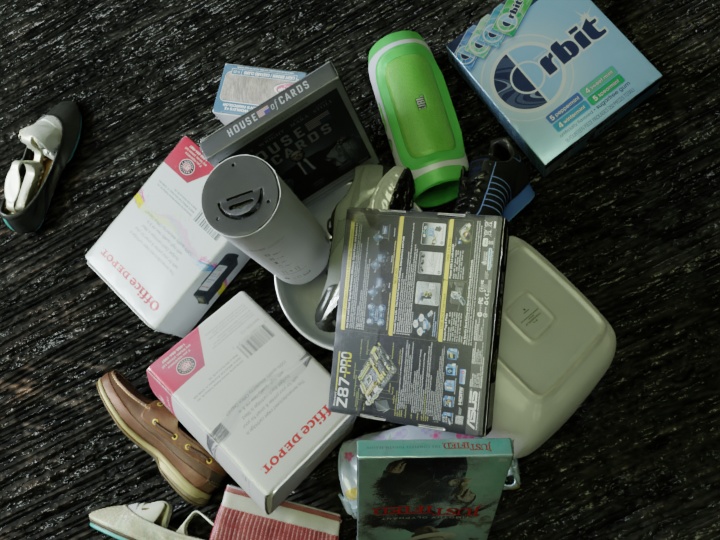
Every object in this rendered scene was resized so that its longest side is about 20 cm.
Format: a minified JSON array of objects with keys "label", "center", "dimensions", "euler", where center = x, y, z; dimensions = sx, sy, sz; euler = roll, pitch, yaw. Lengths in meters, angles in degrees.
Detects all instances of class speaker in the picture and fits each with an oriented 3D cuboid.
[{"label":"speaker","center":[0.070,-0.184,0.871],"dimensions":[0.087,0.088,0.204],"euler":[-18,74,8]},{"label":"speaker","center":[-0.091,-0.045,0.745],"dimensions":[0.079,0.200,0.083],"euler":[-3,76,12]}]

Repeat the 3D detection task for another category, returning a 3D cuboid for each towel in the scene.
[{"label":"towel","center":[-0.110,0.355,0.792],"dimensions":[0.141,0.023,0.204],"euler":[17,79,-8]}]

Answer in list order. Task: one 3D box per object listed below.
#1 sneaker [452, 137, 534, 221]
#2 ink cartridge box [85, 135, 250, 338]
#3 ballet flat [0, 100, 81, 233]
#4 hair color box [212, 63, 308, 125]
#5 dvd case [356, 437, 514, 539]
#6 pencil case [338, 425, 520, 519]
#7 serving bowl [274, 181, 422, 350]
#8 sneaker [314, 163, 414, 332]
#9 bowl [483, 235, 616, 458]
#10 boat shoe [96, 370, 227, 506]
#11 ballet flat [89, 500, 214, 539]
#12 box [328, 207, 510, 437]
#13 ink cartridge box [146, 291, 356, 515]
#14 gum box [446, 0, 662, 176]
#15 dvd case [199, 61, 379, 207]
[{"label":"sneaker","center":[0.127,-0.074,0.785],"dimensions":[0.069,0.200,0.079],"euler":[-12,115,40]},{"label":"ink cartridge box","center":[-0.223,-0.040,0.905],"dimensions":[0.145,0.083,0.201],"euler":[40,88,18]},{"label":"ballet flat","center":[-0.443,-0.151,0.990],"dimensions":[0.067,0.068,0.204],"euler":[11,80,16]},{"label":"hair color box","center":[-0.084,-0.161,0.840],"dimensions":[0.098,0.200,0.062],"euler":[10,79,14]},{"label":"dvd case","center":[0.066,0.227,0.710],"dimensions":[0.143,0.202,0.022],"euler":[0,47,-2]},{"label":"pencil case","center":[0.074,0.211,0.776],"dimensions":[0.196,0.084,0.092],"euler":[-13,42,11]},{"label":"serving bowl","center":[0.000,0.000,0.853],"dimensions":[0.196,0.066,0.204],"euler":[-3,77,13]},{"label":"sneaker","center":[-0.006,-0.027,0.796],"dimensions":[0.078,0.074,0.203],"euler":[16,75,25]},{"label":"bowl","center":[0.162,0.064,0.749],"dimensions":[0.199,0.075,0.200],"euler":[-36,74,-27]},{"label":"boat shoe","center":[-0.235,0.189,0.865],"dimensions":[0.200,0.072,0.068],"euler":[43,83,12]},{"label":"ballet flat","center":[-0.219,0.305,0.840],"dimensions":[0.197,0.068,0.063],"euler":[21,72,7]},{"label":"box","center":[0.055,0.046,0.691],"dimensions":[0.158,0.049,0.205],"euler":[4,87,19]},{"label":"ink cartridge box","center":[-0.120,0.147,0.811],"dimensions":[0.199,0.083,0.146],"euler":[41,61,18]},{"label":"gum box","center":[0.229,-0.245,0.868],"dimensions":[0.169,0.045,0.201],"euler":[-37,73,3]},{"label":"dvd case","center":[-0.065,-0.123,0.757],"dimensions":[0.149,0.200,0.025],"euler":[-31,71,4]}]
